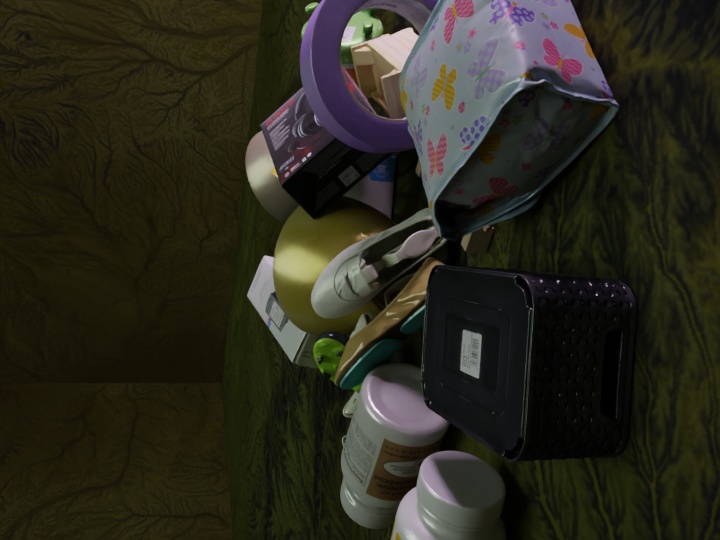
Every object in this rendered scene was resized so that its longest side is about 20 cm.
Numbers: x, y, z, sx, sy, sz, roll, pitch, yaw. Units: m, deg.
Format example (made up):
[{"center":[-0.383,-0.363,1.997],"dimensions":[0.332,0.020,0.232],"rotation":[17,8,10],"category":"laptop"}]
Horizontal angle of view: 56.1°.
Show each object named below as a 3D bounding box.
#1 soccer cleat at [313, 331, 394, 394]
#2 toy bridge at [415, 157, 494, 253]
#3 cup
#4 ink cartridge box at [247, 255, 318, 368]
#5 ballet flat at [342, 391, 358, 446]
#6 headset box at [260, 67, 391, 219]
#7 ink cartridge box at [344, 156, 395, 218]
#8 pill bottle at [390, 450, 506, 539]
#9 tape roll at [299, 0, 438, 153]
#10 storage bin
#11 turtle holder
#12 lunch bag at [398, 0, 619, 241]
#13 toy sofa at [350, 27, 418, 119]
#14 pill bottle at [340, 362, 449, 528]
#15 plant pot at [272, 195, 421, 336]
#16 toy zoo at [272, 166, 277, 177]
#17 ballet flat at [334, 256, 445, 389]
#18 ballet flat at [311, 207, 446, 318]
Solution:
[{"center":[-0.004,0.121,0.919],"dimensions":[0.200,0.066,0.082],"rotation":[47,-146,-47],"category":"soccer cleat"},{"center":[0.111,-0.099,0.784],"dimensions":[0.201,0.027,0.068],"rotation":[-111,30,-53],"category":"toy bridge"},{"center":[-0.098,-0.205,1.278],"dimensions":[0.142,0.198,0.205],"rotation":[-24,62,42],"category":"cup"},{"center":[-0.077,0.069,1.093],"dimensions":[0.200,0.146,0.087],"rotation":[43,112,47],"category":"ink cartridge box"},{"center":[0.005,0.232,1.008],"dimensions":[0.067,0.065,0.205],"rotation":[78,-169,-80],"category":"ballet flat"},{"center":[-0.050,-0.189,0.924],"dimensions":[0.148,0.077,0.201],"rotation":[-37,40,11],"category":"headset box"},{"center":[-0.013,-0.078,1.049],"dimensions":[0.068,0.113,0.205],"rotation":[-156,69,-73],"category":"ink cartridge box"},{"center":[0.082,0.290,0.675],"dimensions":[0.113,0.110,0.204],"rotation":[-123,39,-62],"category":"pill bottle"},{"center":[0.032,-0.239,0.776],"dimensions":[0.066,0.196,0.205],"rotation":[-156,70,-72],"category":"tape roll"},{"center":[0.131,0.070,0.581],"dimensions":[0.200,0.092,0.139],"rotation":[-169,82,-74],"category":"storage bin"},{"center":[-0.033,-0.371,1.129],"dimensions":[0.187,0.138,0.133],"rotation":[-119,18,-45],"category":"turtle holder"},{"center":[0.115,-0.150,0.620],"dimensions":[0.201,0.125,0.172],"rotation":[-51,40,48],"category":"lunch bag"},{"center":[0.058,-0.262,0.928],"dimensions":[0.201,0.096,0.084],"rotation":[-116,8,-58],"category":"toy sofa"},{"center":[0.035,0.225,0.842],"dimensions":[0.115,0.112,0.203],"rotation":[-108,26,-50],"category":"pill bottle"},{"center":[0.000,0.000,0.916],"dimensions":[0.141,0.197,0.205],"rotation":[8,96,49],"category":"plant pot"},{"center":[-0.073,-0.195,1.161],"dimensions":[0.198,0.020,0.133],"rotation":[32,97,30],"category":"toy zoo"},{"center":[0.036,0.063,0.818],"dimensions":[0.199,0.068,0.064],"rotation":[-41,58,14],"category":"ballet flat"},{"center":[0.025,-0.011,0.799],"dimensions":[0.070,0.198,0.069],"rotation":[57,177,4],"category":"ballet flat"}]
